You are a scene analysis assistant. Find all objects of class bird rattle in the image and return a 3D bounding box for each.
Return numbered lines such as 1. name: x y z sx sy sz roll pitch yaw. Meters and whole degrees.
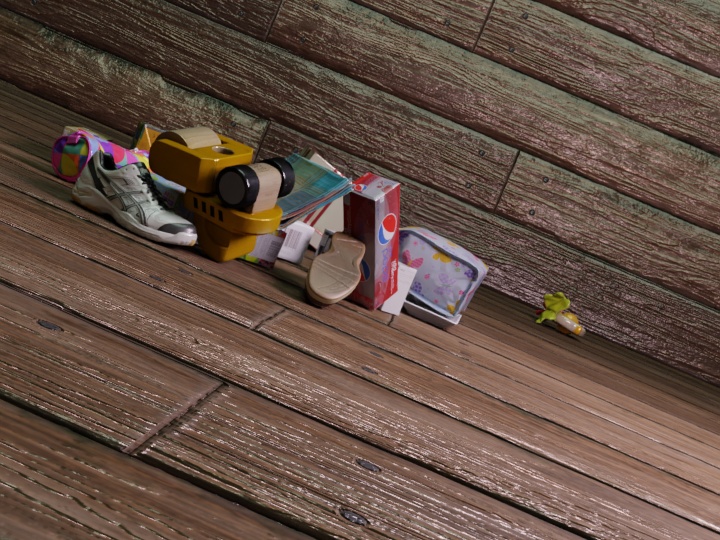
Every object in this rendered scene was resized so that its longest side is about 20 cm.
1. bird rattle: 0.585 0.148 3.059 0.163 0.113 0.200 36 -5 17

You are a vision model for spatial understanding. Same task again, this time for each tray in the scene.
1. tray: 0.127 0.076 1.879 0.107 0.022 0.200 23 5 7

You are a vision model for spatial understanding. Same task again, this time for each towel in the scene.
1. towel: -0.115 -0.123 1.585 0.200 0.146 0.022 32 -33 55

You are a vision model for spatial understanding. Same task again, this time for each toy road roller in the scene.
1. toy road roller: -0.201 -0.104 1.459 0.199 0.147 0.123 27 23 22

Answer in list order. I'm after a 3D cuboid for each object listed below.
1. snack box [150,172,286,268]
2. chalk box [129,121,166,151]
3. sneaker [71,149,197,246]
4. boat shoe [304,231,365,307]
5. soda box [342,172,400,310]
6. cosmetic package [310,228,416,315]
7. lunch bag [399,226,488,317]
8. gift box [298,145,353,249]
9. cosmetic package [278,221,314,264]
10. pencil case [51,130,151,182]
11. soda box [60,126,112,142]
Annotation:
1. snack box: -0.239 -0.081 1.606 0.199 0.068 0.168 17 8 -38
2. chalk box: -0.386 -0.207 2.002 0.124 0.125 0.200 20 4 -17
3. sneaker: -0.301 -0.101 1.411 0.199 0.088 0.076 26 3 16
4. boat shoe: -0.043 0.012 1.499 0.072 0.072 0.200 27 26 -4
5. soda box: 0.017 -0.044 1.610 0.063 0.202 0.070 22 39 29
6. cosmetic package: 0.000 0.000 1.763 0.050 0.083 0.199 15 8 -45
7. lunch bag: 0.119 -0.007 1.896 0.199 0.128 0.170 33 8 8
8. gift box: -0.119 -0.158 2.296 0.199 0.187 0.185 37 4 -11
9. cosmetic package: -0.187 -0.085 1.874 0.101 0.072 0.199 18 8 -45
10. pencil case: -0.417 -0.174 1.711 0.088 0.089 0.200 24 6 21
11. soda box: -0.505 -0.220 1.898 0.063 0.068 0.200 22 4 -8
